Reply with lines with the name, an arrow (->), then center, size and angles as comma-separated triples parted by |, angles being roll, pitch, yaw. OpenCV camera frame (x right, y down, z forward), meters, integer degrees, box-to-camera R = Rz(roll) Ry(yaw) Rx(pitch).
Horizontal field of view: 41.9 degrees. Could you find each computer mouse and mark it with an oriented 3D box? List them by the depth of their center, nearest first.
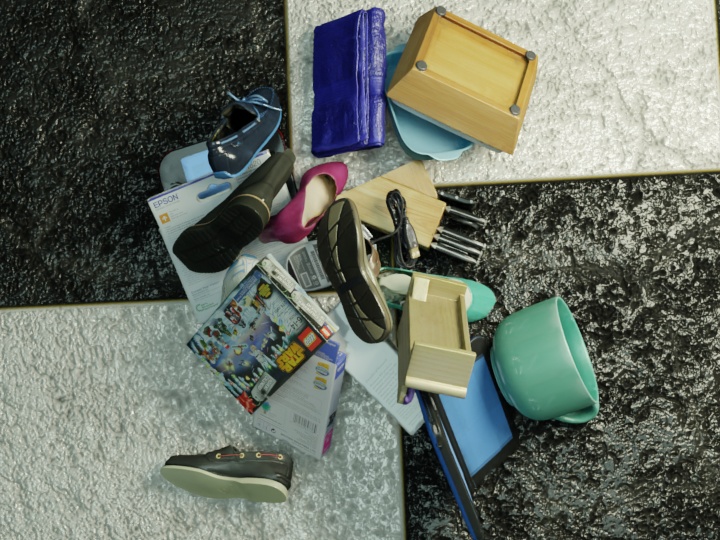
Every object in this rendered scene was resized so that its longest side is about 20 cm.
computer mouse -> -0.016, -0.033, 1.339 | 0.197, 0.044, 0.111 | -19, 104, 10

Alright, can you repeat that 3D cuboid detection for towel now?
towel -> -0.024, -0.270, 1.363 | 0.146, 0.049, 0.204 | -4, 83, 46

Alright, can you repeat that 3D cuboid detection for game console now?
game console -> 0.158, 0.222, 1.257 | 0.117, 0.171, 0.202 | -22, 115, 3
game console -> -0.194, -0.114, 1.412 | 0.197, 0.031, 0.180 | -17, 85, 4

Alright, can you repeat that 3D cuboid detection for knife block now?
knife block -> 0.079, -0.062, 1.369 | 0.197, 0.064, 0.178 | -23, 84, 3

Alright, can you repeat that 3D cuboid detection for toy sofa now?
toy sofa -> 0.097, 0.094, 1.239 | 0.081, 0.201, 0.099 | 11, 116, -3

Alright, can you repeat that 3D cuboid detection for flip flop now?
flip flop -> 0.000, 0.000, 1.289 | 0.081, 0.057, 0.203 | -26, 84, 37

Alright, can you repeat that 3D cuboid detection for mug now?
mug -> 0.253, 0.142, 1.298 | 0.113, 0.152, 0.188 | -21, 90, 19

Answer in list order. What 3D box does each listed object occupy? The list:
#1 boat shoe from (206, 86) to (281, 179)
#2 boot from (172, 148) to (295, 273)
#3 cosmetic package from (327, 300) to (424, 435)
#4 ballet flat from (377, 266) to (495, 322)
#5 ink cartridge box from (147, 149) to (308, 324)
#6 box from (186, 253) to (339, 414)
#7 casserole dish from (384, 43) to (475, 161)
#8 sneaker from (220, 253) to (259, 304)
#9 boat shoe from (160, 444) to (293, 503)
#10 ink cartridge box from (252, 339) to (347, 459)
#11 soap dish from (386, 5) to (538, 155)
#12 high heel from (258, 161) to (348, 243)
boat shoe -> -0.162, -0.213, 1.342 | 0.083, 0.202, 0.069 | -7, 129, 18
boot -> -0.170, -0.082, 1.319 | 0.198, 0.139, 0.078 | -23, 119, 41
cosmetic package -> 0.027, 0.136, 1.342 | 0.200, 0.101, 0.071 | 45, 91, 7
ballet flat -> 0.098, 0.035, 1.358 | 0.196, 0.070, 0.069 | 8, 81, 4
ink cartridge box -> -0.184, -0.050, 1.377 | 0.197, 0.041, 0.203 | -20, 102, 3
box -> -0.136, 0.090, 1.269 | 0.137, 0.040, 0.200 | 46, 127, 1
casserole dish -> 0.091, -0.237, 1.362 | 0.119, 0.039, 0.203 | -9, 67, -20
sneaker -> -0.171, 0.067, 1.354 | 0.071, 0.073, 0.202 | 13, 125, -5
boat shoe -> -0.194, 0.293, 1.372 | 0.198, 0.074, 0.064 | 2, 50, 15
ink cartridge box -> -0.085, 0.157, 1.321 | 0.118, 0.042, 0.203 | 22, 123, 20
soap dish -> 0.152, -0.273, 1.331 | 0.198, 0.081, 0.159 | 24, 59, -4
high heel -> -0.058, -0.103, 1.327 | 0.199, 0.095, 0.068 | -38, 110, -40
